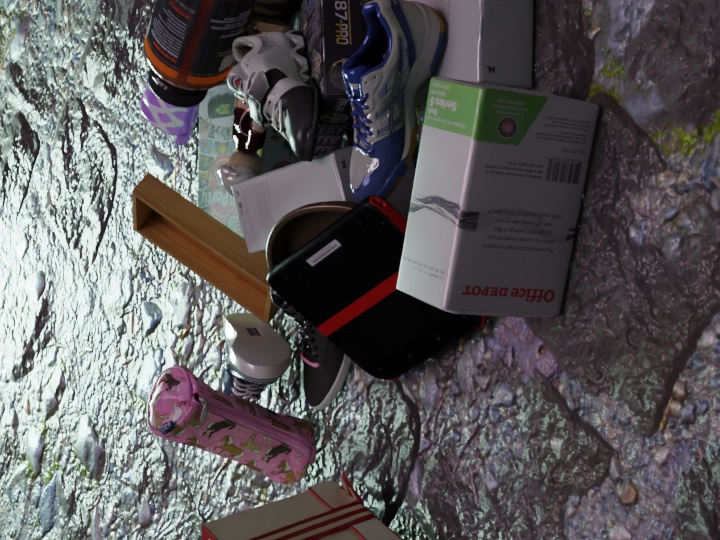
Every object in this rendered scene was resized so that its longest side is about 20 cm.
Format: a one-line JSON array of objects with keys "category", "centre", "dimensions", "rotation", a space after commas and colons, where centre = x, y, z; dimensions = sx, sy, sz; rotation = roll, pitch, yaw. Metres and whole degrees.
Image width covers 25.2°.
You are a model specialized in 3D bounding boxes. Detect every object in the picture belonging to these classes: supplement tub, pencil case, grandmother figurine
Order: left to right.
[{"category": "pencil case", "centre": [-0.205, -0.258, 2.009], "dimensions": [0.086, 0.084, 0.201], "rotation": [47, 129, 17]}, {"category": "supplement tub", "centre": [-0.179, -0.274, 1.785], "dimensions": [0.108, 0.106, 0.201], "rotation": [66, 146, 32]}, {"category": "pencil case", "centre": [-0.141, 0.173, 1.787], "dimensions": [0.083, 0.199, 0.087], "rotation": [-52, 37, 13]}, {"category": "grandmother figurine", "centre": [-0.118, -0.178, 1.802], "dimensions": [0.121, 0.060, 0.202], "rotation": [-114, 35, -74]}]

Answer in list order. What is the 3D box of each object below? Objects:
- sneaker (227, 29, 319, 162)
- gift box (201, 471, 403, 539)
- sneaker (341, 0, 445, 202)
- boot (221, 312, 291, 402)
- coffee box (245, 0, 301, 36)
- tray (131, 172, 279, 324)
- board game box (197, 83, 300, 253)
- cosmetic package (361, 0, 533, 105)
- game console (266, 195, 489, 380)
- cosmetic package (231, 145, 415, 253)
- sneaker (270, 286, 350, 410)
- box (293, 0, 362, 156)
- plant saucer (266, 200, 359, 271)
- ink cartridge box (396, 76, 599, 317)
[{"category": "sneaker", "centre": [-0.092, -0.179, 1.670], "dimensions": [0.201, 0.088, 0.075], "rotation": [-108, 22, -50]}, {"category": "gift box", "centre": [-0.041, 0.324, 1.641], "dimensions": [0.184, 0.185, 0.202], "rotation": [37, 132, 51]}, {"category": "sneaker", "centre": [0.011, -0.165, 1.555], "dimensions": [0.075, 0.088, 0.202], "rotation": [21, 99, 51]}, {"category": "boot", "centre": [-0.122, 0.118, 1.845], "dimensions": [0.200, 0.072, 0.091], "rotation": [-121, 35, -74]}, {"category": "coffee box", "centre": [-0.104, -0.361, 1.843], "dimensions": [0.200, 0.114, 0.080], "rotation": [-47, 52, 43]}, {"category": "tray", "centre": [-0.174, -0.025, 1.857], "dimensions": [0.199, 0.037, 0.099], "rotation": [35, 156, 9]}, {"category": "board game box", "centre": [-0.130, -0.119, 1.906], "dimensions": [0.147, 0.064, 0.202], "rotation": [0, 89, 54]}, {"category": "cosmetic package", "centre": [0.082, -0.224, 1.610], "dimensions": [0.199, 0.071, 0.103], "rotation": [0, 88, 55]}, {"category": "game console", "centre": [0.020, 0.022, 1.615], "dimensions": [0.200, 0.177, 0.031], "rotation": [-35, 16, 46]}, {"category": "cosmetic package", "centre": [-0.038, -0.081, 1.726], "dimensions": [0.199, 0.107, 0.086], "rotation": [-10, 95, 54]}, {"category": "sneaker", "centre": [-0.060, 0.056, 1.764], "dimensions": [0.071, 0.099, 0.202], "rotation": [27, 110, 50]}, {"category": "box", "centre": [-0.037, -0.228, 1.722], "dimensions": [0.200, 0.049, 0.163], "rotation": [126, 145, -71]}, {"category": "plant saucer", "centre": [0.000, 0.000, 1.640], "dimensions": [0.200, 0.200, 0.030], "rotation": [-34, 23, 48]}, {"category": "ink cartridge box", "centre": [0.125, -0.065, 1.476], "dimensions": [0.084, 0.144, 0.202], "rotation": [22, 105, 53]}]
